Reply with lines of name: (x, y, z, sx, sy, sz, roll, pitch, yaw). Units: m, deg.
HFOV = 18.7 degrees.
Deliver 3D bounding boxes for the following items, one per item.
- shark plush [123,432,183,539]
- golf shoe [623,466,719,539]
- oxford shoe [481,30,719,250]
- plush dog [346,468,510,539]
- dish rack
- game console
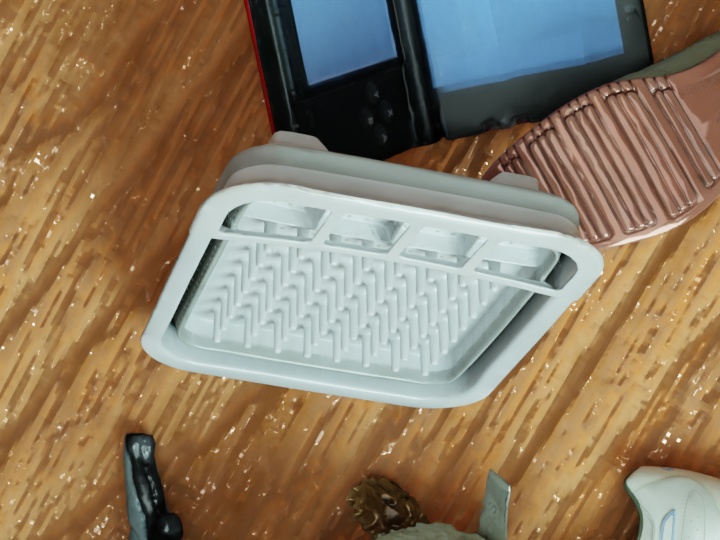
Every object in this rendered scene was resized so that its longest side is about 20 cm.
shark plush: (-0.111, 0.184, 1.053, 0.083, 0.091, 0.202, 2, 107, 31)
golf shoe: (0.135, 0.189, 1.055, 0.097, 0.078, 0.201, 23, 94, 14)
oxford shoe: (0.143, -0.063, 0.998, 0.199, 0.074, 0.071, -25, 96, 0)
plush dog: (-0.006, 0.183, 0.989, 0.200, 0.171, 0.161, -43, 72, 44)
dish rack: (0.000, 0.000, 0.962, 0.170, 0.200, 0.044, 9, 63, -13)
game console: (0.033, -0.153, 0.968, 0.118, 0.172, 0.202, -7, 100, 30)
